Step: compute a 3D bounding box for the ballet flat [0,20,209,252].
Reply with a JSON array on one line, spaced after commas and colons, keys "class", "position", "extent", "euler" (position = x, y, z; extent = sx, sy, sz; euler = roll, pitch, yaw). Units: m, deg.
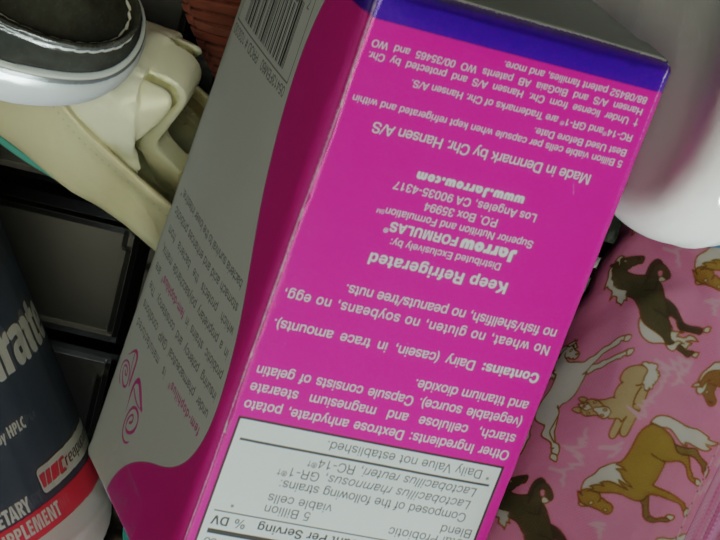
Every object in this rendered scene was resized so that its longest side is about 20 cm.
[{"class": "ballet flat", "position": [-0.057, -0.041, 0.932], "extent": [0.200, 0.069, 0.069], "euler": [41, 100, -14]}]

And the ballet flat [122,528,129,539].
[{"class": "ballet flat", "position": [-0.053, 0.118, 0.987], "extent": [0.065, 0.070, 0.201], "euler": [5, 109, -30]}]

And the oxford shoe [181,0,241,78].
[{"class": "oxford shoe", "position": [-0.016, -0.127, 0.909], "extent": [0.071, 0.074, 0.201], "euler": [17, 132, 26]}]

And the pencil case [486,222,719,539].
[{"class": "pencil case", "position": [0.090, 0.064, 0.918], "extent": [0.086, 0.083, 0.200], "euler": [25, 71, 5]}]

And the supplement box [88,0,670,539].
[{"class": "supplement box", "position": [0.000, 0.000, 0.861], "extent": [0.103, 0.101, 0.201], "euler": [14, 109, -24]}]

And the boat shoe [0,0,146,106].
[{"class": "boat shoe", "position": [-0.144, -0.116, 0.843], "extent": [0.200, 0.057, 0.069], "euler": [31, 59, -21]}]

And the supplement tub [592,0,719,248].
[{"class": "supplement tub", "position": [0.176, -0.077, 0.874], "extent": [0.199, 0.145, 0.145], "euler": [2, 105, -21]}]

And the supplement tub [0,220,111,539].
[{"class": "supplement tub", "position": [-0.176, 0.021, 0.911], "extent": [0.140, 0.140, 0.201], "euler": [-20, 104, 4]}]
